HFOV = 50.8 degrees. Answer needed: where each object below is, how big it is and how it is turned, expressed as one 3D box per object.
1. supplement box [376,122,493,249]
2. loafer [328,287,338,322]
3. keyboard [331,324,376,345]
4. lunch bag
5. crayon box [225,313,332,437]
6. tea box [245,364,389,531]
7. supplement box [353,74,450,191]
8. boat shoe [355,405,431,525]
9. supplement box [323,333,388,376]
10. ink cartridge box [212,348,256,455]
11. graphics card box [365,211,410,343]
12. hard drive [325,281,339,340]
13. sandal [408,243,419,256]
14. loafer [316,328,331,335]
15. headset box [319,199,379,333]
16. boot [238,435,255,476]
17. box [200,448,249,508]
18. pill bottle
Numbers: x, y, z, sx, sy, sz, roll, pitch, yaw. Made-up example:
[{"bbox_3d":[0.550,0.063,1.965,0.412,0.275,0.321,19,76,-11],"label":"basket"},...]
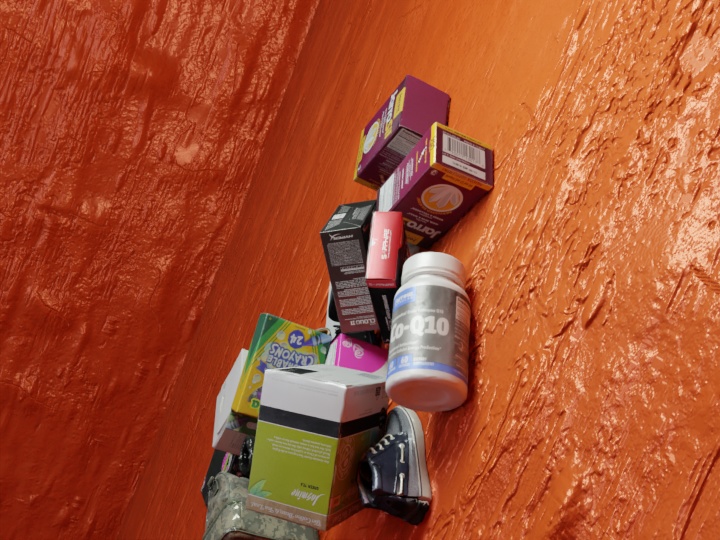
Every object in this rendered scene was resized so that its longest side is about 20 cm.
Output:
[{"bbox_3d":[0.115,-0.132,1.233,0.200,0.109,0.087,-47,31,50],"label":"supplement box"},{"bbox_3d":[-0.014,0.006,1.464,0.202,0.072,0.073,-65,22,21],"label":"loafer"},{"bbox_3d":[-0.008,0.142,1.448,0.200,0.039,0.106,-33,64,59],"label":"keyboard"},{"bbox_3d":[-0.177,0.450,1.350,0.140,0.198,0.169,-56,27,27],"label":"lunch bag"},{"bbox_3d":[-0.138,0.189,1.289,0.051,0.124,0.203,-7,64,68],"label":"crayon box"},{"bbox_3d":[-0.055,0.249,1.115,0.200,0.131,0.200,10,-92,-69],"label":"tea box"},{"bbox_3d":[0.078,-0.253,1.469,0.200,0.102,0.133,-43,31,52],"label":"supplement box"},{"bbox_3d":[0.039,0.262,1.085,0.075,0.092,0.201,-60,22,26],"label":"boat shoe"},{"bbox_3d":[-0.038,0.211,1.336,0.200,0.100,0.105,-47,29,48],"label":"supplement box"},{"bbox_3d":[-0.175,0.278,1.499,0.146,0.197,0.146,-60,22,26],"label":"ink cartridge box"},{"bbox_3d":[0.050,0.016,1.205,0.201,0.050,0.127,76,-162,-55],"label":"graphics card box"},{"bbox_3d":[-0.034,0.057,1.594,0.132,0.026,0.202,-51,26,44],"label":"hard drive"},{"bbox_3d":[0.081,-0.105,1.387,0.050,0.081,0.206,55,-141,-58],"label":"sandal"},{"bbox_3d":[-0.135,0.165,1.432,0.199,0.073,0.073,-33,-20,-38],"label":"loafer"},{"bbox_3d":[0.000,0.000,1.298,0.149,0.076,0.203,-61,-39,-66],"label":"headset box"},{"bbox_3d":[-0.126,0.339,1.369,0.211,0.156,0.081,-43,33,54],"label":"boot"},{"bbox_3d":[-0.264,0.466,1.679,0.151,0.123,0.200,-70,18,-4],"label":"box"},{"bbox_3d":[0.098,0.084,1.066,0.114,0.112,0.203,-45,32,51],"label":"pill bottle"}]
